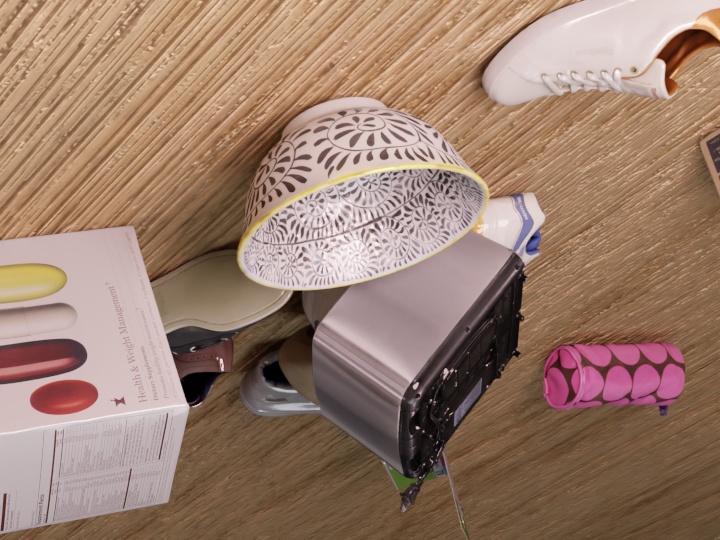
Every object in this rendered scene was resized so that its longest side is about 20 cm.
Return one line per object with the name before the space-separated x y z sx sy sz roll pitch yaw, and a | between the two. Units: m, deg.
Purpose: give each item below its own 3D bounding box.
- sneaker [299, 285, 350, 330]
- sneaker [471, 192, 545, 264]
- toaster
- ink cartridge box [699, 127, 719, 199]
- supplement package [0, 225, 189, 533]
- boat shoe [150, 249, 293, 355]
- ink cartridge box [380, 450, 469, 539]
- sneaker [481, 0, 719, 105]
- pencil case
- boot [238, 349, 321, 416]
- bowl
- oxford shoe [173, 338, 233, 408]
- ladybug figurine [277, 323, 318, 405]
sneaker | 0.000 0.000 1.464 0.076 0.081 0.200 -5 154 -21
sneaker | 0.132 -0.010 1.542 0.087 0.076 0.200 -17 161 -9
toaster | 0.051 0.075 1.429 0.200 0.118 0.181 -50 158 -22
ink cartridge box | 0.442 -0.115 1.508 0.199 0.076 0.164 8 149 -45
supplement package | -0.265 0.089 1.306 0.198 0.192 0.148 -8 143 -21
boat shoe | -0.143 0.036 1.458 0.198 0.075 0.066 -21 160 14
ink cartridge box | 0.068 0.235 1.915 0.075 0.202 0.148 -16 158 2
sneaker | 0.186 -0.157 1.210 0.199 0.085 0.073 -24 159 22
pencil case | 0.313 0.135 2.014 0.199 0.092 0.093 4 164 -37
boot | -0.026 0.115 1.728 0.198 0.074 0.096 -7 164 -19
bowl | -0.009 -0.071 1.244 0.199 0.095 0.201 -15 159 -6
oxford shoe | -0.195 0.109 1.595 0.071 0.073 0.200 2 152 -40
ladybug figurine | 0.009 0.083 1.605 0.199 0.073 0.135 -19 -161 -34
